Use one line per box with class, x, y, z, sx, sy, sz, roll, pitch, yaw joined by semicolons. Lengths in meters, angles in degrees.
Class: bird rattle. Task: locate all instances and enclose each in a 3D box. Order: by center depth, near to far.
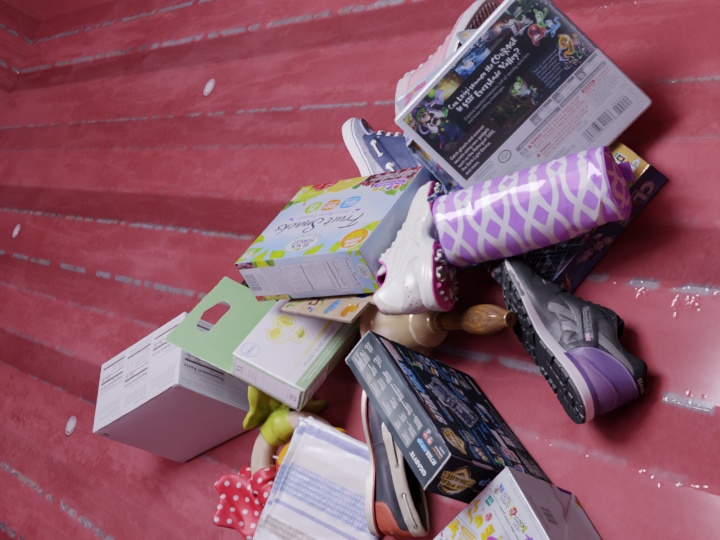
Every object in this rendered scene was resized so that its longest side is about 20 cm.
bird rattle;-0.096;0.238;1.260;0.163;0.113;0.200;12;80;35

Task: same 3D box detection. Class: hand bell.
hand bell;0.094;0.055;1.108;0.200;0.104;0.104;-7;62;58

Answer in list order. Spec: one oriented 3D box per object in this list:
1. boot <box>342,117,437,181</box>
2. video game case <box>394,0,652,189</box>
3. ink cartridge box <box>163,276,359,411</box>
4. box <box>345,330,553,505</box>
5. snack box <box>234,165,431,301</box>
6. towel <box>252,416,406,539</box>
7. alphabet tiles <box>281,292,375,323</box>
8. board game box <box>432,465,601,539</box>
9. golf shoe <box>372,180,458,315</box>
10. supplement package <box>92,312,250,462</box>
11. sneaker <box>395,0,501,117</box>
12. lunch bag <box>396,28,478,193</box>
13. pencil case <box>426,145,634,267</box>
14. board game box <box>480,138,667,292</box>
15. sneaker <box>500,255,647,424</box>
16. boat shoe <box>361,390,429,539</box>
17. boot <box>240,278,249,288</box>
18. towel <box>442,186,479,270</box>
boot;0.042;-0.156;1.365;0.090;0.073;0.200;-38;44;17
video game case;0.167;-0.167;1.078;0.200;0.182;0.023;-45;5;19
ink cartridge box;-0.122;0.074;1.285;0.146;0.200;0.048;-50;-19;-44
box;0.089;0.155;1.031;0.046;0.159;0.200;-53;38;14
snack box;-0.025;-0.042;1.235;0.200;0.068;0.169;-6;34;41
towel;-0.043;0.284;1.183;0.147;0.024;0.200;20;85;24
alphabet tiles;0.000;0.000;1.220;0.200;0.006;0.166;6;44;50
board game box;0.122;0.295;0.950;0.200;0.103;0.105;-49;39;18
golf shoe;0.058;-0.026;1.125;0.091;0.075;0.200;-19;33;21
supplement package;-0.246;0.168;1.431;0.200;0.156;0.111;-30;47;36
sneaker;0.107;-0.265;1.340;0.105;0.075;0.200;26;93;49
lunch bag;0.146;-0.203;1.181;0.200;0.127;0.170;-38;22;16
pencil case;0.171;-0.062;1.041;0.200;0.085;0.084;-15;91;26
board game box;0.218;-0.058;1.112;0.200;0.035;0.136;-52;37;14
sneaker;0.209;0.058;1.020;0.088;0.076;0.200;-20;52;-8
boat shoe;0.042;0.190;1.122;0.063;0.071;0.200;-7;77;29
boot;-0.079;0.020;1.385;0.211;0.079;0.158;-58;37;6
towel;0.106;-0.059;1.221;0.200;0.024;0.145;-18;45;55
